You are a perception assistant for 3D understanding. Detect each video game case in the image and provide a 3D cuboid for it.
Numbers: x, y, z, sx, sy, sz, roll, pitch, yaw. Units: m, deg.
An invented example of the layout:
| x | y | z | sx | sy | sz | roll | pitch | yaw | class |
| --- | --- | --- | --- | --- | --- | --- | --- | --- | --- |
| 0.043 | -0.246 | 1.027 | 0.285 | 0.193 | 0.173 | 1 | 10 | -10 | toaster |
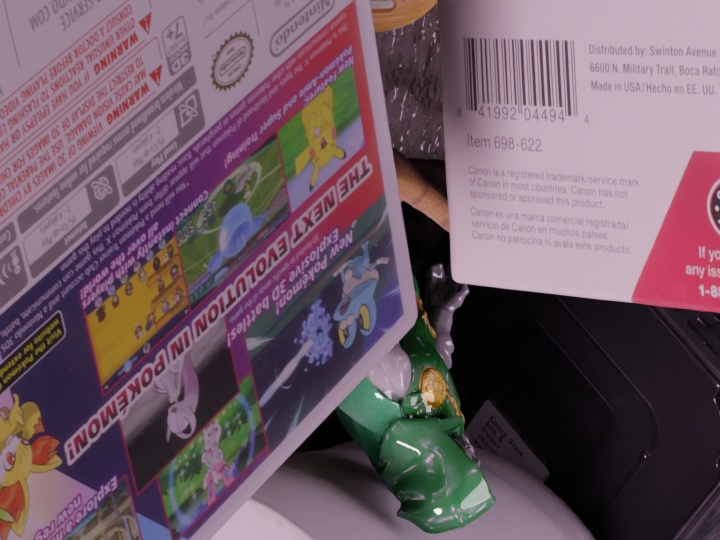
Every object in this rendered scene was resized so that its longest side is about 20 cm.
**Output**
| x | y | z | sx | sy | sz | roll | pitch | yaw | class |
| --- | --- | --- | --- | --- | --- | --- | --- | --- | --- |
| -0.058 | -0.007 | 0.589 | 0.200 | 0.023 | 0.183 | -45 | 139 | -39 | video game case |

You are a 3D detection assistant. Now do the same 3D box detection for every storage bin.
| x | y | z | sx | sy | sz | roll | pitch | yaw | class |
| --- | --- | --- | --- | --- | --- | --- | --- | --- | --- |
| 0.080 | 0.054 | 0.958 | 0.094 | 0.135 | 0.200 | -22 | 153 | -43 | storage bin |

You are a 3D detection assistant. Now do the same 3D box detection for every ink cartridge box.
| x | y | z | sx | sy | sz | roll | pitch | yaw | class |
| --- | --- | --- | --- | --- | --- | --- | --- | --- | --- |
| 0.096 | -0.095 | 0.717 | 0.083 | 0.145 | 0.201 | -13 | 104 | -41 | ink cartridge box |

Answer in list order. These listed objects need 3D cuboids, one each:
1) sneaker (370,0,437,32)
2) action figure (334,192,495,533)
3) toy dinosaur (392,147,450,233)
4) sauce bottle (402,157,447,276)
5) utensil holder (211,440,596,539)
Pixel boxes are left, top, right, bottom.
| x | y | z | sx | sy | sz | roll | pitch | yaw | class |
| --- | --- | --- | --- | --- | --- | --- | --- | --- | --- |
| 0.009 | -0.184 | 0.903 | 0.088 | 0.075 | 0.201 | -61 | 161 | -80 | sneaker |
| 0.000 | 0.000 | 0.827 | 0.118 | 0.054 | 0.201 | 55 | 12 | -52 | action figure |
| -0.024 | -0.024 | 0.725 | 0.200 | 0.060 | 0.107 | -35 | 136 | -52 | toy dinosaur |
| 0.027 | -0.010 | 1.025 | 0.200 | 0.066 | 0.066 | -4 | 104 | -69 | sauce bottle |
| -0.020 | 0.140 | 0.837 | 0.200 | 0.169 | 0.171 | 3 | 98 | -67 | utensil holder |
